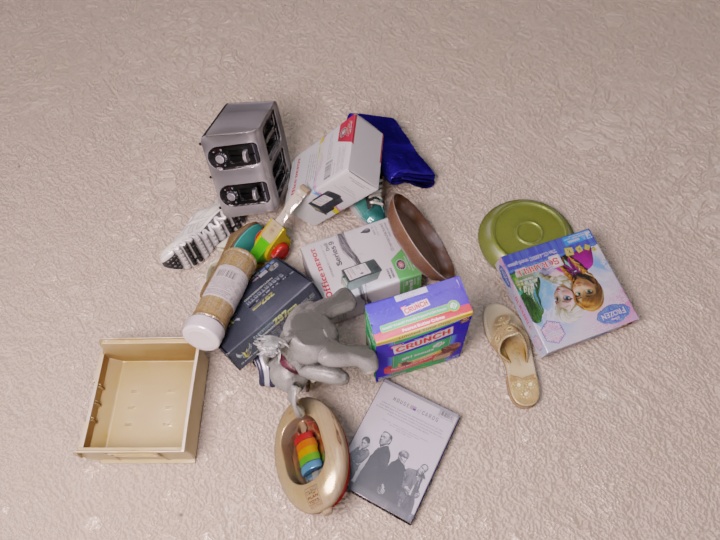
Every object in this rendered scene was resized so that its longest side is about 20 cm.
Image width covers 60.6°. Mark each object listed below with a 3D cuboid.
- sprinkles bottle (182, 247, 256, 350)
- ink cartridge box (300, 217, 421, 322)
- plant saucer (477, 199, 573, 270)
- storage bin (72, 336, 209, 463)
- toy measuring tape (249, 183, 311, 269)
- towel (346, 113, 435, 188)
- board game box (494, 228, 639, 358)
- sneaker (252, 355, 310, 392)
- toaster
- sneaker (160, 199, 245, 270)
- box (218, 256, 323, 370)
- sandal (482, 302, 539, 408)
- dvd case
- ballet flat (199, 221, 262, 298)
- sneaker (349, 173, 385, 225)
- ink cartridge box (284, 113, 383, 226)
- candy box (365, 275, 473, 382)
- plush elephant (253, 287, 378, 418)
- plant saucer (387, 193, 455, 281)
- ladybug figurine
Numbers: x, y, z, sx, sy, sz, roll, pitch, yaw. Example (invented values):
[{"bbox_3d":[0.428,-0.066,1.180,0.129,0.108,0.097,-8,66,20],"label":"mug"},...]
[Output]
[{"bbox_3d":[-0.249,0.047,1.108,0.068,0.068,0.200,10,47,8],"label":"sprinkles bottle"},{"bbox_3d":[0.000,0.000,1.196,0.199,0.084,0.146,-19,62,-9],"label":"ink cartridge box"},{"bbox_3d":[0.341,-0.071,1.255,0.199,0.031,0.201,-1,60,2],"label":"plant saucer"},{"bbox_3d":[-0.379,0.226,1.076,0.198,0.094,0.201,-1,61,1],"label":"storage bin"},{"bbox_3d":[-0.154,-0.082,1.236,0.074,0.074,0.200,41,100,22],"label":"toy measuring tape"},{"bbox_3d":[0.069,-0.263,1.323,0.147,0.050,0.200,-2,50,-48],"label":"towel"},{"bbox_3d":[0.386,0.039,1.161,0.199,0.041,0.200,-18,70,-13],"label":"board game box"},{"bbox_3d":[-0.142,0.124,1.140,0.108,0.070,0.201,1,63,1],"label":"sneaker"},{"bbox_3d":[-0.222,-0.229,1.237,0.118,0.181,0.200,-2,37,9],"label":"toaster"},{"bbox_3d":[-0.332,-0.075,1.265,0.081,0.075,0.200,32,58,27],"label":"sneaker"},{"bbox_3d":[-0.187,0.072,1.135,0.200,0.051,0.158,-41,37,-14],"label":"box"},{"bbox_3d":[0.281,0.138,1.116,0.077,0.070,0.212,-9,60,-3],"label":"sandal"},{"bbox_3d":[0.063,0.304,1.056,0.150,0.025,0.200,24,64,15],"label":"dvd case"},{"bbox_3d":[-0.266,-0.017,1.237,0.072,0.068,0.200,7,63,28],"label":"ballet flat"},{"bbox_3d":[0.013,-0.177,1.287,0.071,0.080,0.200,8,49,-42],"label":"sneaker"},{"bbox_3d":[-0.054,-0.199,1.250,0.083,0.200,0.146,28,54,-33],"label":"ink cartridge box"},{"bbox_3d":[0.095,0.107,1.065,0.169,0.200,0.077,-16,61,-7],"label":"candy box"},{"bbox_3d":[-0.088,0.145,1.018,0.200,0.155,0.165,-10,54,-28],"label":"plush elephant"},{"bbox_3d":[0.112,-0.057,1.183,0.034,0.200,0.201,-35,60,20],"label":"plant saucer"},{"bbox_3d":[-0.073,0.307,1.016,0.136,0.072,0.200,-32,50,18],"label":"ladybug figurine"}]
